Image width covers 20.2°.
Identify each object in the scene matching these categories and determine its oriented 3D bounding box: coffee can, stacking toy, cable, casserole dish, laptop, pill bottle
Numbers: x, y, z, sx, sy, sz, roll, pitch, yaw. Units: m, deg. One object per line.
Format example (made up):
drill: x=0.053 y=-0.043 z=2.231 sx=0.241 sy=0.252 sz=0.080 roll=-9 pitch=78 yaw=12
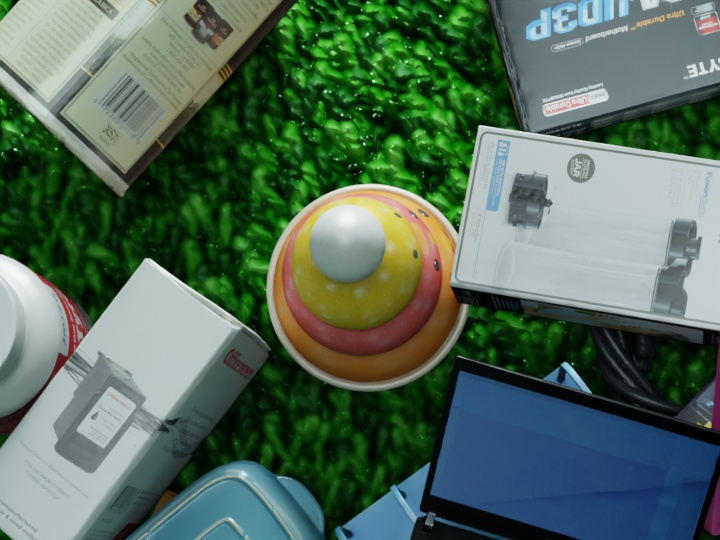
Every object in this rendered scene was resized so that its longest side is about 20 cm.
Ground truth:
coffee can: x=-0.153 y=-0.174 z=1.410 sx=0.146 sy=0.146 sz=0.200 roll=42 pitch=87 yaw=9
stacking toy: x=0.000 y=0.000 z=1.343 sx=0.145 sy=0.200 sz=0.147 roll=-1 pitch=82 yaw=4
cable: x=0.238 y=0.028 z=1.389 sx=0.163 sy=0.051 sz=0.201 roll=34 pitch=86 yaw=9
casserole dish: x=-0.111 y=0.210 z=1.345 sx=0.200 sy=0.039 sz=0.121 roll=-40 pitch=71 yaw=-5
laptop: x=0.111 y=0.183 z=1.228 sx=0.176 sy=0.103 sz=0.201 roll=16 pitch=65 yaw=8
pill bottle: x=-0.247 y=0.049 z=1.355 sx=0.111 sy=0.200 sz=0.113 roll=-1 pitch=81 yaw=4

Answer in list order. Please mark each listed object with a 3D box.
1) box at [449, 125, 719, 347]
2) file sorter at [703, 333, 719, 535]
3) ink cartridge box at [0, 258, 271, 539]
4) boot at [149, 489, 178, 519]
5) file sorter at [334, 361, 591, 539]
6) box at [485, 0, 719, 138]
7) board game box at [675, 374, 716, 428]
box: x=0.168 y=-0.023 z=1.353 sx=0.198 sy=0.060 sz=0.118 roll=11 pitch=79 yaw=11
file sorter: x=0.331 y=0.106 z=1.236 sx=0.199 sy=0.125 sz=0.140 roll=-7 pitch=113 yaw=-23
ink cartridge box: x=-0.159 y=0.101 z=1.368 sx=0.083 sy=0.145 sz=0.200 roll=36 pitch=86 yaw=10
boot: x=-0.115 y=0.264 z=1.385 sx=0.143 sy=0.071 sz=0.202 roll=19 pitch=80 yaw=13
file sorter: x=0.097 y=0.171 z=1.349 sx=0.199 sy=0.123 sz=0.139 roll=-36 pitch=80 yaw=-1
box: x=0.191 y=-0.190 z=1.436 sx=0.198 sy=0.046 sz=0.160 roll=-14 pitch=80 yaw=2
board game box: x=0.324 y=0.089 z=1.332 sx=0.200 sy=0.057 sz=0.165 roll=-44 pitch=122 yaw=-4
